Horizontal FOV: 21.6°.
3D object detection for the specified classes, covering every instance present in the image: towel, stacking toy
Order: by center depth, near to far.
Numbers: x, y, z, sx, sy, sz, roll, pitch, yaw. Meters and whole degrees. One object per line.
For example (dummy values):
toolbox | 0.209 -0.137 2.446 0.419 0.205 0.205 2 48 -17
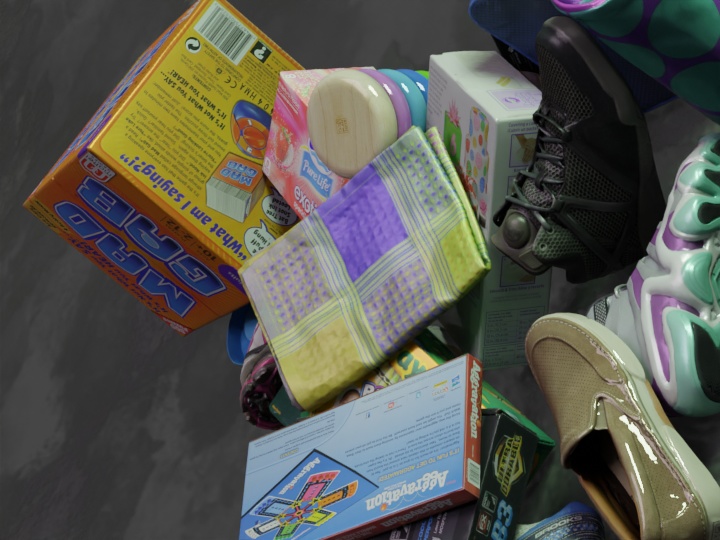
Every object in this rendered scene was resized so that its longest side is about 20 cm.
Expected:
towel | 0.000 0.000 1.387 0.200 0.023 0.144 -36 57 26
stacking toy | 0.052 -0.130 1.500 0.085 0.200 0.086 14 112 39

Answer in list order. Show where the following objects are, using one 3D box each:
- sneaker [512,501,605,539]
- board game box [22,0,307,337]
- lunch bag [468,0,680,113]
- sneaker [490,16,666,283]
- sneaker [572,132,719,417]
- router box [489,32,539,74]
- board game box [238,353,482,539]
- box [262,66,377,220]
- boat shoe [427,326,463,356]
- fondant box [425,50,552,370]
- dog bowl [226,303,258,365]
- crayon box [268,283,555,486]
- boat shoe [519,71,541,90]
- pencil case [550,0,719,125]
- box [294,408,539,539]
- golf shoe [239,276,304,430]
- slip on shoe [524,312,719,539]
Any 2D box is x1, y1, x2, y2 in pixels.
sneaker | 0.091 0.208 1.276 0.200 0.077 0.085 -22 42 38
board game box | -0.150 -0.093 1.729 0.200 0.200 0.200 -56 14 -26
lunch bag | 0.177 -0.224 1.372 0.136 0.200 0.132 -20 46 49
sneaker | 0.137 -0.070 1.278 0.114 0.200 0.076 -29 38 -11
sneaker | 0.195 0.009 1.263 0.140 0.078 0.200 -21 47 50
router box | 0.111 -0.258 1.521 0.062 0.200 0.150 -23 39 10
board game box | -0.002 0.133 1.270 0.200 0.019 0.103 -24 45 34
box | 0.005 -0.080 1.570 0.200 0.095 0.103 52 139 46
boat shoe | 0.010 0.081 1.517 0.200 0.071 0.069 -34 40 43
fondant box | 0.094 -0.046 1.404 0.144 0.058 0.200 -125 33 -60
dog bowl | -0.042 0.017 1.688 0.200 0.050 0.112 -43 32 32
crayon box | 0.034 0.114 1.382 0.200 0.058 0.119 41 104 38
boat shoe | 0.153 -0.106 1.427 0.200 0.073 0.075 -113 22 -58
pencil case | 0.220 -0.159 1.241 0.085 0.200 0.093 -38 36 33
box | 0.010 0.194 1.267 0.198 0.050 0.200 -5 60 45
golf shoe | -0.045 0.030 1.504 0.200 0.073 0.092 -56 27 31
slip on shoe | 0.152 0.104 1.196 0.200 0.061 0.076 58 143 35
